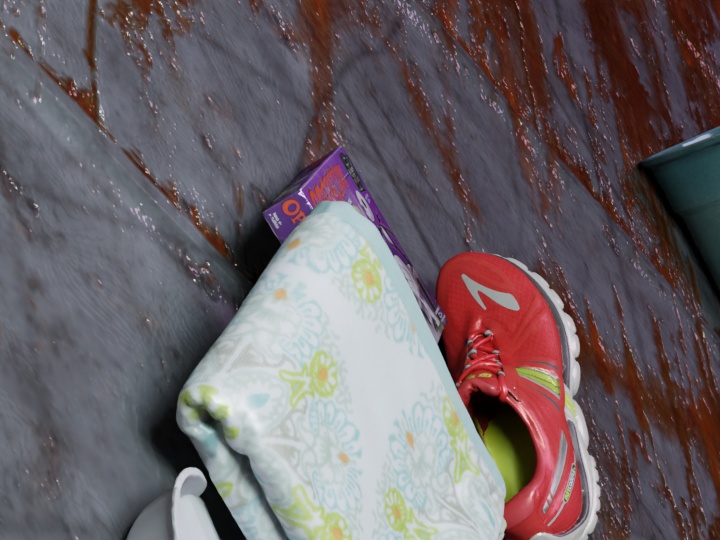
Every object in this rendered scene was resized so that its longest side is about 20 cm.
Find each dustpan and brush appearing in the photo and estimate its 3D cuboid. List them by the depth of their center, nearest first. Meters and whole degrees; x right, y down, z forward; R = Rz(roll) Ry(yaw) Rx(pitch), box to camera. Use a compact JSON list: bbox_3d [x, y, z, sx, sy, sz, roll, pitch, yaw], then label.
[{"bbox_3d":[-0.066,0.141,1.193,0.200,0.057,0.140,9,54,-65],"label":"dustpan and brush"}]

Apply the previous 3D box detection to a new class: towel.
[{"bbox_3d":[-0.001,0.089,1.363,0.200,0.048,0.171,61,31,-21],"label":"towel"}]

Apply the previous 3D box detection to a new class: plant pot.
[{"bbox_3d":[0.346,-0.033,2.247,0.196,0.200,0.200,68,20,-2],"label":"plant pot"}]

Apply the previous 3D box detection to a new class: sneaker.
[{"bbox_3d":[0.081,0.066,1.625,0.085,0.077,0.200,29,36,-50],"label":"sneaker"}]

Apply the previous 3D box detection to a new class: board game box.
[{"bbox_3d":[0.000,0.000,1.540,0.120,0.032,0.200,54,10,-5],"label":"board game box"}]
